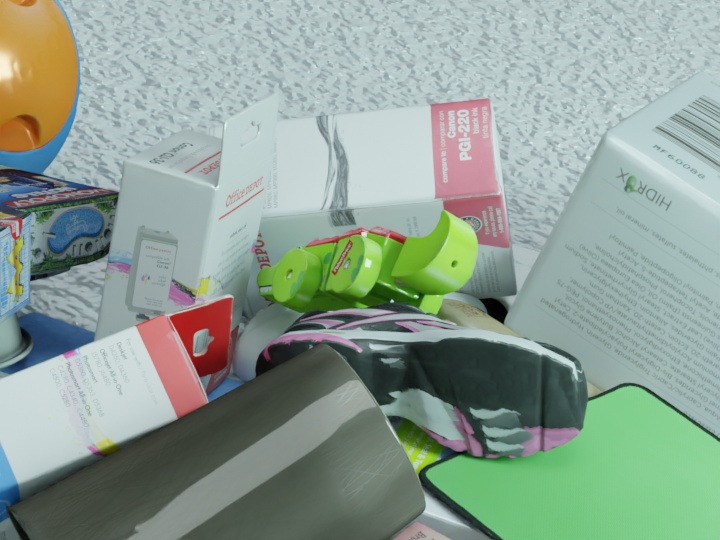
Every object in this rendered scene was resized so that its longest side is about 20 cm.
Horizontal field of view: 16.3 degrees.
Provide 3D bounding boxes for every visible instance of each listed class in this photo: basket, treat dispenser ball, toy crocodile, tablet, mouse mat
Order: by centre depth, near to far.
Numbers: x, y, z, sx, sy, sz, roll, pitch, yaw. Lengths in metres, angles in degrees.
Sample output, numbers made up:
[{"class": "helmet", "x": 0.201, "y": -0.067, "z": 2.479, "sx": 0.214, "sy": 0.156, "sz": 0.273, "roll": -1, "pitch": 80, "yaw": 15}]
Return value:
[{"class": "basket", "x": -0.076, "y": 0.139, "z": 1.397, "sx": 0.199, "sy": 0.136, "sz": 0.180, "roll": -32, "pitch": 17, "yaw": -12}, {"class": "mouse mat", "x": 0.153, "y": 0.133, "z": 1.493, "sx": 0.199, "sy": 0.008, "sz": 0.161, "roll": -18, "pitch": 41, "yaw": -39}, {"class": "toy crocodile", "x": 0.000, "y": 0.000, "z": 1.600, "sx": 0.067, "sy": 0.062, "sz": 0.200, "roll": 23, "pitch": -17, "yaw": -27}, {"class": "tablet", "x": -0.163, "y": 0.073, "z": 1.651, "sx": 0.199, "sy": 0.014, "sz": 0.130, "roll": 17, "pitch": 17, "yaw": 18}, {"class": "treat dispenser ball", "x": -0.302, "y": -0.141, "z": 1.806, "sx": 0.200, "sy": 0.202, "sz": 0.201, "roll": 8, "pitch": 31, "yaw": -5}]

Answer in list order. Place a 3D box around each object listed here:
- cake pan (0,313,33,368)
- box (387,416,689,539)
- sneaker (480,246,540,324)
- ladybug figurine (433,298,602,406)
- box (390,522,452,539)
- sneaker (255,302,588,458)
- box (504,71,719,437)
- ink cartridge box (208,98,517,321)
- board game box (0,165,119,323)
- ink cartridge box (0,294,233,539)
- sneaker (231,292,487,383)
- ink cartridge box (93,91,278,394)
[{"class": "cake pan", "x": -0.311, "y": 0.033, "z": 1.615, "sx": 0.199, "sy": 0.037, "sz": 0.200, "roll": 1, "pitch": 12, "yaw": 0}, {"class": "box", "x": 0.085, "y": 0.171, "z": 1.516, "sx": 0.199, "sy": 0.102, "sz": 0.113, "roll": 19, "pitch": 32, "yaw": 13}, {"class": "sneaker", "x": 0.054, "y": 0.002, "z": 1.817, "sx": 0.199, "sy": 0.071, "sz": 0.080, "roll": 19, "pitch": 34, "yaw": 11}, {"class": "ladybug figurine", "x": 0.097, "y": 0.083, "z": 1.632, "sx": 0.136, "sy": 0.072, "sz": 0.200, "roll": 31, "pitch": -2, "yaw": 46}, {"class": "box", "x": 0.069, "y": 0.247, "z": 1.377, "sx": 0.199, "sy": 0.109, "sz": 0.128, "roll": 26, "pitch": 33, "yaw": 24}, {"class": "sneaker", "x": 0.041, "y": 0.052, "z": 1.519, "sx": 0.199, "sy": 0.081, "sz": 0.086, "roll": 10, "pitch": 27, "yaw": 5}, {"class": "box", "x": 0.245, "y": 0.000, "z": 1.735, "sx": 0.200, "sy": 0.172, "sz": 0.199, "roll": 35, "pitch": 29, "yaw": 14}, {"class": "ink cartridge box", "x": 0.001, "y": -0.039, "z": 1.733, "sx": 0.199, "sy": 0.146, "sz": 0.085, "roll": -7, "pitch": 60, "yaw": 4}, {"class": "board game box", "x": -0.255, "y": -0.017, "z": 1.615, "sx": 0.199, "sy": 0.062, "sz": 0.199, "roll": 15, "pitch": 18, "yaw": 43}, {"class": "ink cartridge box", "x": -0.156, "y": 0.096, "z": 1.479, "sx": 0.199, "sy": 0.116, "sz": 0.067, "roll": -22, "pitch": 69, "yaw": -14}, {"class": "sneaker", "x": 0.011, "y": 0.060, "z": 1.709, "sx": 0.199, "sy": 0.077, "sz": 0.081, "roll": -4, "pitch": 43, "yaw": -22}, {"class": "ink cartridge box", "x": -0.113, "y": -0.018, "z": 1.609, "sx": 0.067, "sy": 0.201, "sz": 0.116, "roll": 16, "pitch": 17, "yaw": 11}]
